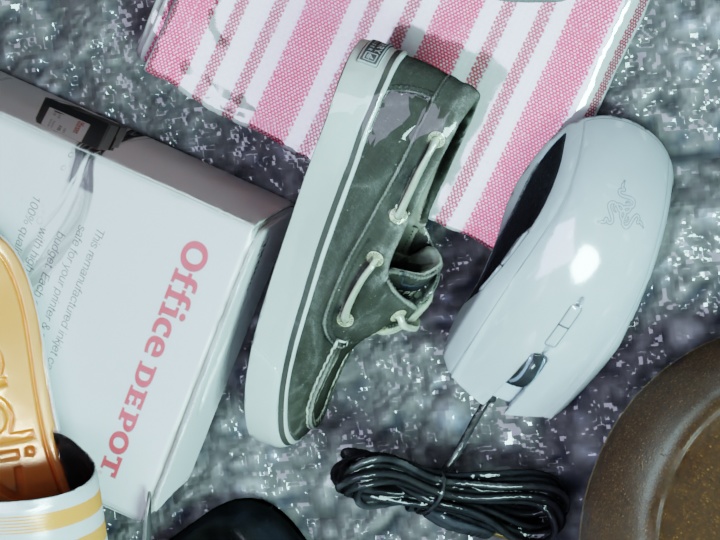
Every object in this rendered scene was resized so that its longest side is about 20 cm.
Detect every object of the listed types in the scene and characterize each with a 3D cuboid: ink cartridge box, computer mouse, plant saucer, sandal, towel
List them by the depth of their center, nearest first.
[{"bbox_3d":[-0.150,0.084,1.199,0.079,0.059,0.208,-14,97,-22],"label":"sandal"},{"bbox_3d":[0.192,0.119,1.203,0.199,0.034,0.202,1,80,-6],"label":"plant saucer"},{"bbox_3d":[0.075,0.028,1.237,0.109,0.044,0.201,21,104,-19],"label":"computer mouse"},{"bbox_3d":[0.015,-0.111,1.252,0.199,0.030,0.147,28,103,5],"label":"towel"},{"bbox_3d":[-0.148,0.001,1.274,0.199,0.084,0.145,24,104,7],"label":"ink cartridge box"}]

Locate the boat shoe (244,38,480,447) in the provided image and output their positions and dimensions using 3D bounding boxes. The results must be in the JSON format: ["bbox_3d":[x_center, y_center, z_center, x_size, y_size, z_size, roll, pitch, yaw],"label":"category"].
[{"bbox_3d":[0.000,0.000,1.230,0.063,0.071,0.201,23,123,8],"label":"boat shoe"}]

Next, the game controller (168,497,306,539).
[{"bbox_3d":[-0.094,0.193,1.324,0.200,0.042,0.105,-36,76,15],"label":"game controller"}]

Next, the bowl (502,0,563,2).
[{"bbox_3d":[0.032,-0.206,1.135,0.074,0.200,0.201,-6,85,14],"label":"bowl"}]

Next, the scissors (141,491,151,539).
[{"bbox_3d":[-0.096,0.192,1.272,0.014,0.073,0.201,14,98,30],"label":"scissors"}]
